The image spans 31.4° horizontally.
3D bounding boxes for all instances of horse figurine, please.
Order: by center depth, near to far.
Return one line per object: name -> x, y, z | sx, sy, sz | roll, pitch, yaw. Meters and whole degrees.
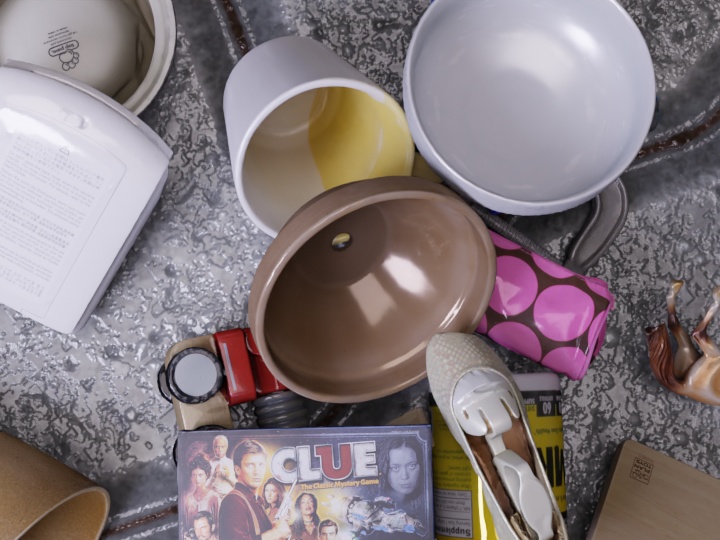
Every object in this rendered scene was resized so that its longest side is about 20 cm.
horse figurine -> 0.335, 0.074, 1.132 | 0.199, 0.050, 0.133 | -3, 102, -12

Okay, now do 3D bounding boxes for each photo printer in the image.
photo printer -> -0.259, -0.064, 1.051 | 0.166, 0.070, 0.200 | 29, 117, -11

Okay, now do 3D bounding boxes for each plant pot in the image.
plant pot -> 0.000, 0.000, 1.016 | 0.200, 0.093, 0.202 | -13, 128, -16
plant pot -> -0.339, 0.191, 1.034 | 0.200, 0.186, 0.187 | 36, 84, 14

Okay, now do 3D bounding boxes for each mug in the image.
mug -> -0.037, -0.112, 1.083 | 0.149, 0.153, 0.186 | -43, 126, 9

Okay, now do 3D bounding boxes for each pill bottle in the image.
pill bottle -> 0.117, 0.188, 1.082 | 0.114, 0.114, 0.201 | -2, 85, -4

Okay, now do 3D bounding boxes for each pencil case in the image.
pencil case -> 0.120, 0.012, 1.096 | 0.199, 0.091, 0.094 | 27, 87, 7

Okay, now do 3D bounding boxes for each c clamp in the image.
c clamp -> 0.151, -0.050, 1.149 | 0.200, 0.027, 0.171 | 40, 83, 1

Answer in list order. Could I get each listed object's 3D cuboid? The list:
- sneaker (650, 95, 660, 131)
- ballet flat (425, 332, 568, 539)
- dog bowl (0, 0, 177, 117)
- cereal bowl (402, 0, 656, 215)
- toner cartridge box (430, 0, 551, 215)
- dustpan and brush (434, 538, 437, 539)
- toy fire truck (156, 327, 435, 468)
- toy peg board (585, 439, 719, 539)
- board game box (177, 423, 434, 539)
sneaker -> 0.187, -0.198, 1.141 | 0.082, 0.073, 0.201 | -30, 87, -7
ballet flat -> 0.114, 0.135, 0.997 | 0.067, 0.062, 0.201 | -25, 90, -13
dog bowl -> -0.257, -0.199, 1.115 | 0.199, 0.074, 0.201 | 0, 85, -4
cereal bowl -> 0.126, -0.135, 1.012 | 0.199, 0.083, 0.201 | 2, 75, -7
toner cartridge box -> 0.111, -0.158, 1.108 | 0.043, 0.095, 0.201 | -14, 78, -10
dustpan and brush -> 0.039, 0.301, 1.080 | 0.057, 0.139, 0.201 | 1, 102, -38
toy fire truck -> -0.056, 0.129, 1.083 | 0.199, 0.129, 0.177 | -12, 85, -16
toy peg board -> 0.271, 0.283, 1.106 | 0.199, 0.098, 0.200 | 25, 68, -3
board game box -> -0.042, 0.190, 1.001 | 0.199, 0.035, 0.136 | -2, 85, 2
